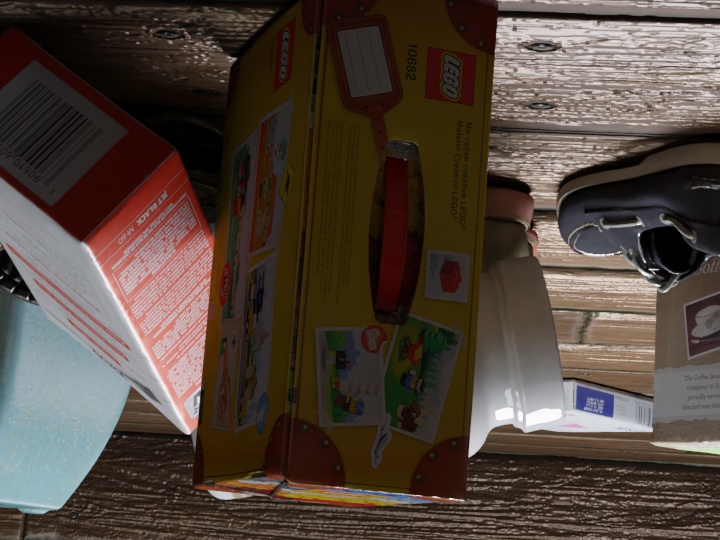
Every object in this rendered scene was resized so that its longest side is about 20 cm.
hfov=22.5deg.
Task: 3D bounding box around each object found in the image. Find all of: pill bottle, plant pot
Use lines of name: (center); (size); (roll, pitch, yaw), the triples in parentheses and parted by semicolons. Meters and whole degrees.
pill bottle: (0.007, 0.054, 0.991); (0.199, 0.116, 0.116); (-9, 170, -1)
plant pot: (-0.269, 0.061, 1.233); (0.195, 0.201, 0.196); (0, 169, 19)

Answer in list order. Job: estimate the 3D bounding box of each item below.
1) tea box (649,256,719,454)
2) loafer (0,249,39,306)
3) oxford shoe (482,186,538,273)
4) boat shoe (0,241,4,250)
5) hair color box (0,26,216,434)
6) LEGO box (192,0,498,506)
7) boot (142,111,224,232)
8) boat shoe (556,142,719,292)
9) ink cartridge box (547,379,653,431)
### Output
tea box: (0.325, 0.055, 1.169); (0.196, 0.134, 0.200); (11, 168, -34)
loafer: (-0.221, -0.037, 1.054); (0.199, 0.073, 0.071); (22, -170, -21)
oxford shoe: (0.074, 0.002, 1.132); (0.070, 0.074, 0.200); (2, 170, 8)
boat shoe: (-0.235, -0.048, 0.845); (0.075, 0.074, 0.200); (-15, 150, 24)
hair color box: (-0.121, -0.013, 0.859); (0.111, 0.064, 0.200); (37, 161, 24)
LEGO box: (-0.010, -0.005, 0.763); (0.077, 0.201, 0.149); (8, 170, -18)
boot: (-0.143, -0.055, 0.963); (0.199, 0.070, 0.131); (5, 163, -36)
boat shoe: (0.160, -0.022, 0.999); (0.072, 0.063, 0.200); (7, 170, -18)
ink cartridge box: (0.211, 0.157, 2.062); (0.199, 0.044, 0.196); (-6, 166, 39)
